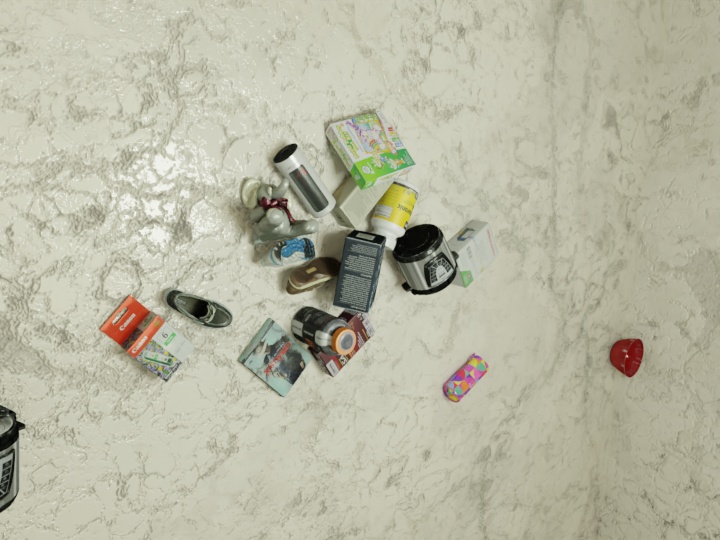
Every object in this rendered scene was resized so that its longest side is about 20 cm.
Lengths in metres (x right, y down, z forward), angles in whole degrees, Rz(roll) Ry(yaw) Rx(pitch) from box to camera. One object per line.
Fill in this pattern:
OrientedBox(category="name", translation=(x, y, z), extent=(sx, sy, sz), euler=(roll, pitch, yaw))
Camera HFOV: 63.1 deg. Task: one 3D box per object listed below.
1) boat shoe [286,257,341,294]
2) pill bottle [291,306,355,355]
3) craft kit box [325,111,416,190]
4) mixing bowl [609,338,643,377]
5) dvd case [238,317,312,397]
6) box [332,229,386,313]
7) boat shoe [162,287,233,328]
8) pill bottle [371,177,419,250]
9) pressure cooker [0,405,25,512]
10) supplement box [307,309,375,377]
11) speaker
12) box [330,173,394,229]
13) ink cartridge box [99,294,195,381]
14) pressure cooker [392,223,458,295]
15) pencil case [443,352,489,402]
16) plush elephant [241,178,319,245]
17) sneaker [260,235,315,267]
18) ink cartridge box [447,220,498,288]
OrientedBox(category="boat shoe", translation=(-0.135, 0.019, 1.663), extent=(0.201, 0.075, 0.075), euler=(-17, 150, -46))
OrientedBox(category="pill bottle", translation=(-0.098, 0.173, 1.632), extent=(0.105, 0.199, 0.108), euler=(-10, 107, -37))
OrientedBox(category="craft kit box", translation=(0.030, -0.342, 1.650), extent=(0.196, 0.049, 0.202), euler=(-25, 77, -31))
OrientedBox(category="mixing bowl", translation=(1.339, 0.429, 2.974), extent=(0.198, 0.108, 0.204), euler=(-12, 109, -38))
OrientedBox(category="dvd case", translation=(-0.235, 0.248, 1.652), extent=(0.147, 0.022, 0.200), euler=(-53, 127, -18))
OrientedBox(category="box", translation=(0.000, 0.000, 1.678), extent=(0.149, 0.105, 0.203), euler=(-56, 158, -75))
OrientedBox(category="boat shoe", translation=(-0.393, 0.103, 1.450), extent=(0.199, 0.070, 0.073), euler=(25, 84, -42))
OrientedBox(category="pill bottle", translation=(0.097, -0.170, 1.775), extent=(0.111, 0.111, 0.203), euler=(24, 86, -41))
OrientedBox(category="pressure cooker", translation=(-0.760, 0.362, 1.134), extent=(0.176, 0.176, 0.204), euler=(3, 98, -16))
OrientedBox(category="supplement box", translation=(-0.054, 0.209, 1.771), extent=(0.200, 0.060, 0.110), euler=(-45, 125, -22))
OrientedBox(category="speaker", translation=(-0.149, -0.240, 1.572), extent=(0.081, 0.081, 0.201), euler=(-49, 127, -20))
OrientedBox(category="box", translation=(0.000, -0.228, 1.700), extent=(0.201, 0.077, 0.095), euler=(-51, 127, -19))
OrientedBox(category="ink cartridge box", translation=(-0.500, 0.162, 1.387), extent=(0.109, 0.050, 0.201), euler=(-52, 129, -18))
OrientedBox(category="pressure cooker", translation=(0.212, -0.024, 1.858), extent=(0.201, 0.174, 0.180), euler=(61, 37, -33))
OrientedBox(category="pencil case", translation=(0.392, 0.401, 2.184), extent=(0.199, 0.088, 0.089), euler=(-40, 123, -29))
OrientedBox(category="plush elephant", translation=(-0.217, -0.161, 1.492), extent=(0.163, 0.198, 0.158), euler=(8, 72, -42))
OrientedBox(category="sneaker", translation=(-0.198, -0.049, 1.587), extent=(0.199, 0.086, 0.076), euler=(-15, 87, -59))
OrientedBox(category="ink cartridge box", translation=(0.384, -0.061, 2.061), extent=(0.199, 0.087, 0.147), euler=(-39, 123, -24))
